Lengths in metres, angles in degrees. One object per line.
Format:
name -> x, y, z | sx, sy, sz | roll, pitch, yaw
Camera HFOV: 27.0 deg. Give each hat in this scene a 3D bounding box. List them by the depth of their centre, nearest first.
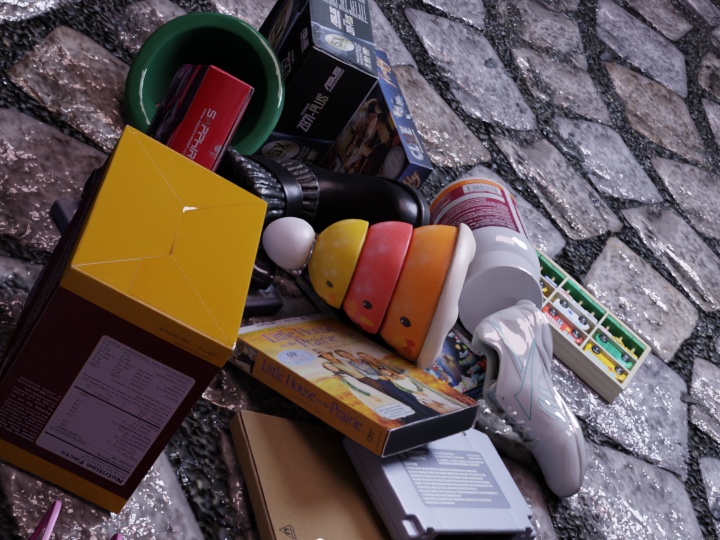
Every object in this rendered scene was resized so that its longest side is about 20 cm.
hat -> -0.167, -0.179, 1.643 | 0.164, 0.176, 0.201 | 26, 75, 0

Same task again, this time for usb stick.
usb stick -> -0.171, -0.039, 1.420 | 0.199, 0.033, 0.056 | 27, 23, -17

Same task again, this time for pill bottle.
pill bottle -> 0.135, -0.013, 1.624 | 0.109, 0.110, 0.201 | 26, 23, -18

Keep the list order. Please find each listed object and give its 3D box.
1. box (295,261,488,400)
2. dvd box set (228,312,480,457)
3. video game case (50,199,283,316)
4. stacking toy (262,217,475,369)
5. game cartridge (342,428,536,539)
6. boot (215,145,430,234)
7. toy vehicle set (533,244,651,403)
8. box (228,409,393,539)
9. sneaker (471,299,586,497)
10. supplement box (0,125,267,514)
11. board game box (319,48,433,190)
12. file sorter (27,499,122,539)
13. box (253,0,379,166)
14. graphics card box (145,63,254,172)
box -> 0.042, 0.059, 1.535 | 0.200, 0.040, 0.136 | 49, 32, 17
dvd box set -> -0.008, 0.100, 1.367 | 0.199, 0.030, 0.146 | 29, 22, 33
video game case -> -0.181, -0.012, 1.421 | 0.199, 0.019, 0.143 | -4, 50, -46
stacking toy -> 0.000, 0.000, 1.439 | 0.198, 0.147, 0.147 | 18, 33, 0
game cartridge -> 0.072, 0.193, 1.375 | 0.199, 0.042, 0.134 | 12, 36, -49
boot -> -0.051, -0.068, 1.495 | 0.209, 0.080, 0.157 | 13, 3, 31
toy vehicle set -> 0.242, 0.056, 1.752 | 0.200, 0.027, 0.124 | 42, 32, 6
box -> -0.021, 0.215, 1.285 | 0.162, 0.021, 0.201 | 17, 36, -35
sneaker -> 0.165, 0.136, 1.507 | 0.080, 0.070, 0.202 | -17, 86, -28
supplement box -> -0.187, 0.038, 1.176 | 0.132, 0.200, 0.198 | 28, 33, -14
board game box -> 0.005, -0.133, 1.653 | 0.034, 0.136, 0.201 | 15, 38, -31
file sorter -> -0.155, 0.267, 0.987 | 0.199, 0.126, 0.139 | 30, 32, -12
box -> -0.062, -0.225, 1.675 | 0.086, 0.164, 0.201 | 23, 35, -22
graphics card box -> -0.163, -0.129, 1.407 | 0.051, 0.126, 0.200 | 26, 2, -16
